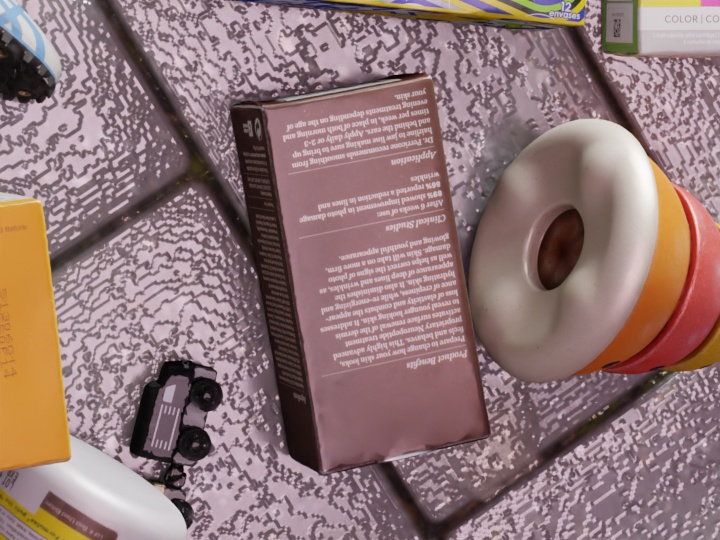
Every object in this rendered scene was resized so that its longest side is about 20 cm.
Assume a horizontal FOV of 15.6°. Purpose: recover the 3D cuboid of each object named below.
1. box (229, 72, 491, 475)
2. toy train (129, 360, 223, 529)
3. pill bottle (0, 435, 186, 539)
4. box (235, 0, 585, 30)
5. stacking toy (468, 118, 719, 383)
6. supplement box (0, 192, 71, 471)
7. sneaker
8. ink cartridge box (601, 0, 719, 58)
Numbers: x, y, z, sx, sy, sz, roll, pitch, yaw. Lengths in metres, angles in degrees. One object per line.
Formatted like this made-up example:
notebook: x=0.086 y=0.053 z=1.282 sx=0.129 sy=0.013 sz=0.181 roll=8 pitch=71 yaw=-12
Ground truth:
box: x=0.000 y=0.000 z=1.417 sx=0.100 sy=0.075 sz=0.201 roll=-11 pitch=96 yaw=-16
toy train: x=-0.117 y=0.145 z=1.412 sx=0.046 sy=0.034 sz=0.201 roll=13 pitch=90 yaw=-14
pill bottle: x=-0.182 y=0.187 z=1.350 sx=0.109 sy=0.109 sz=0.200 roll=31 pitch=93 yaw=-17
box: x=0.019 y=-0.169 z=1.409 sx=0.199 sy=0.070 sz=0.065 roll=3 pitch=91 yaw=-17
stacking toy: x=0.173 y=0.010 z=1.455 sx=0.199 sy=0.146 sz=0.147 roll=18 pitch=89 yaw=-32
supplement box: x=-0.206 y=0.026 z=1.288 sx=0.073 sy=0.200 sz=0.127 roll=-8 pitch=96 yaw=-20
sneaker: x=-0.223 y=-0.164 z=1.340 sx=0.200 sy=0.072 sz=0.073 roll=44 pitch=55 yaw=-22
ink cartridge box: x=0.193 y=-0.219 z=1.463 sx=0.103 sy=0.059 sz=0.201 roll=-1 pitch=95 yaw=-17
